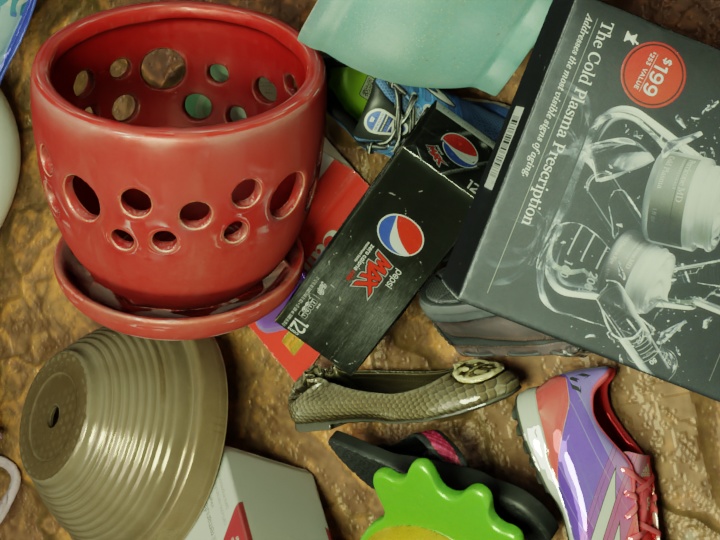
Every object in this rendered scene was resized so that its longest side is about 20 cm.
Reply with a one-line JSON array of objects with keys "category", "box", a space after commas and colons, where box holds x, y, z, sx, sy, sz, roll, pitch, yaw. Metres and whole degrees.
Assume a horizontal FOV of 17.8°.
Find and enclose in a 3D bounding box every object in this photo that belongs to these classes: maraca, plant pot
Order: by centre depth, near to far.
[{"category": "plant pot", "box": [0.068, -0.198, 1.509, 0.134, 0.200, 0.200, 34, 115, -1]}, {"category": "maraca", "box": [0.055, 0.214, 1.578, 0.137, 0.107, 0.200, 21, 130, 20]}, {"category": "plant pot", "box": [-0.121, -0.065, 1.580, 0.200, 0.200, 0.183, 22, 129, 31]}, {"category": "plant pot", "box": [-0.192, 0.119, 1.718, 0.201, 0.093, 0.201, -26, 57, 48]}]

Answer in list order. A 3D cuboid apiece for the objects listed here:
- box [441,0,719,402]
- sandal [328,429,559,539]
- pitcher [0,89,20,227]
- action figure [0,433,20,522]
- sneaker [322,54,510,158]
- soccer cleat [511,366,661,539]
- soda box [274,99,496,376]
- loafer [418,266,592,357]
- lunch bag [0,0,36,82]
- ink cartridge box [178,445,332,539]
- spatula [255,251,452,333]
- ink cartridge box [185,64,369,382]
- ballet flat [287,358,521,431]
[{"category": "box", "box": [0.173, -0.046, 1.414, 0.182, 0.104, 0.200, 21, 94, -6]}, {"category": "sandal", "box": [0.063, 0.143, 1.609, 0.200, 0.075, 0.045, 12, 62, 41]}, {"category": "pitcher", "box": [-0.350, -0.066, 1.852, 0.171, 0.121, 0.200, 34, 125, 44]}, {"category": "action figure", "box": [-0.376, 0.131, 1.912, 0.200, 0.134, 0.149, -9, 133, 47]}, {"category": "sneaker", "box": [0.040, -0.094, 1.583, 0.200, 0.089, 0.079, 30, 111, 28]}, {"category": "soccer cleat", "box": [0.171, 0.162, 1.536, 0.073, 0.068, 0.200, -26, 81, 19]}, {"category": "soda box", "box": [0.022, -0.019, 1.562, 0.071, 0.063, 0.200, 36, 133, -1]}, {"category": "loafer", "box": [0.135, 0.029, 1.555, 0.200, 0.072, 0.063, 1, 130, 37]}, {"category": "lunch bag", "box": [-0.298, -0.265, 1.746, 0.200, 0.127, 0.170, -61, 28, 19]}, {"category": "ink cartridge box", "box": [-0.103, 0.254, 1.684, 0.200, 0.083, 0.147, -57, 30, 24]}, {"category": "spatula", "box": [0.000, 0.000, 1.650, 0.200, 0.021, 0.057, -16, 103, 24]}, {"category": "ink cartridge box", "box": [-0.077, -0.039, 1.697, 0.200, 0.050, 0.161, 50, 119, 23]}, {"category": "ballet flat", "box": [0.026, 0.082, 1.628, 0.200, 0.067, 0.046, -9, 94, 41]}]
